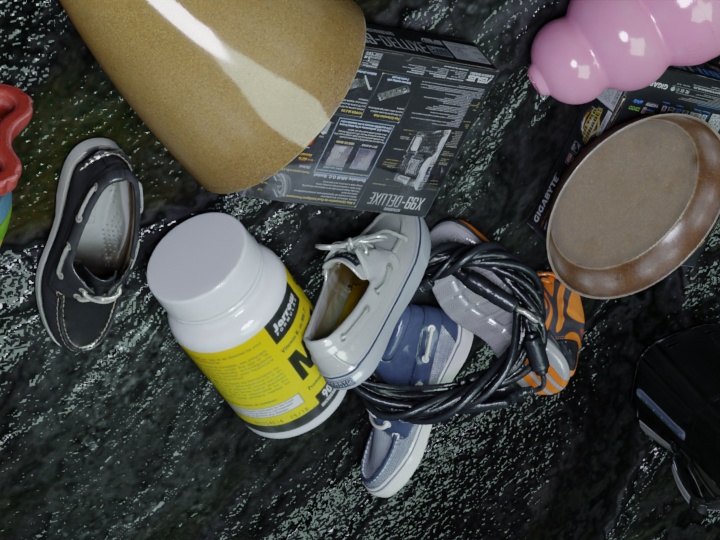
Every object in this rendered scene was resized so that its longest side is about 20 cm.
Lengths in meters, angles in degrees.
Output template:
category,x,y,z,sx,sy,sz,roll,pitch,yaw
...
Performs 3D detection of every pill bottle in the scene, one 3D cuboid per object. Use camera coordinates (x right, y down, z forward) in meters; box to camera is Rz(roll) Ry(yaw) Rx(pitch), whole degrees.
category,x,y,z,sx,sy,sz,roll,pitch,yaw
pill bottle,-0.097,0.047,1.754,0.114,0.114,0.200,-38,135,-3

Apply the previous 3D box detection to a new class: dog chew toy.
category,x,y,z,sx,sy,sz,roll,pitch,yaw
dog chew toy,0.238,-0.215,1.781,0.200,0.125,0.125,-31,134,1

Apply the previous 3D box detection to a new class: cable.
category,x,y,z,sx,sy,sz,roll,pitch,yaw
cable,0.070,0.056,1.838,0.200,0.051,0.163,-6,109,2

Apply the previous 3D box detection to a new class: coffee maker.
category,x,y,z,sx,sy,sz,roll,pitch,yaw
coffee maker,0.386,0.144,2.080,0.135,0.200,0.192,5,121,-38

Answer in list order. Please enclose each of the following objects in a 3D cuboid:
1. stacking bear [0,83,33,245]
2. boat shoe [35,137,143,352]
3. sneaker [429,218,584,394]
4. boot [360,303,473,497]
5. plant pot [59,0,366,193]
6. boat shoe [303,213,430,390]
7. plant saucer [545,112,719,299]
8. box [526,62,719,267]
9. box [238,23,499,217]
category,x,y,z,sx,sy,sz,roll,pitch,yaw
stacking bear,-0.318,-0.033,1.560,0.113,0.122,0.200,7,132,-6
boat shoe,-0.218,-0.009,1.671,0.074,0.060,0.200,-4,124,-32
sneaker,0.139,0.016,1.918,0.078,0.112,0.200,-24,111,34
boot,0.025,0.118,1.926,0.090,0.073,0.200,16,105,-32
plant pot,-0.131,-0.189,1.534,0.200,0.186,0.186,37,98,-31
boat shoe,-0.004,0.001,1.761,0.086,0.075,0.202,55,46,-35
plant saucer,0.252,-0.065,1.890,0.200,0.034,0.201,-16,130,-20
box,0.283,-0.105,1.934,0.200,0.050,0.199,8,119,-35
box,0.001,-0.129,1.725,0.200,0.050,0.158,4,124,-36
